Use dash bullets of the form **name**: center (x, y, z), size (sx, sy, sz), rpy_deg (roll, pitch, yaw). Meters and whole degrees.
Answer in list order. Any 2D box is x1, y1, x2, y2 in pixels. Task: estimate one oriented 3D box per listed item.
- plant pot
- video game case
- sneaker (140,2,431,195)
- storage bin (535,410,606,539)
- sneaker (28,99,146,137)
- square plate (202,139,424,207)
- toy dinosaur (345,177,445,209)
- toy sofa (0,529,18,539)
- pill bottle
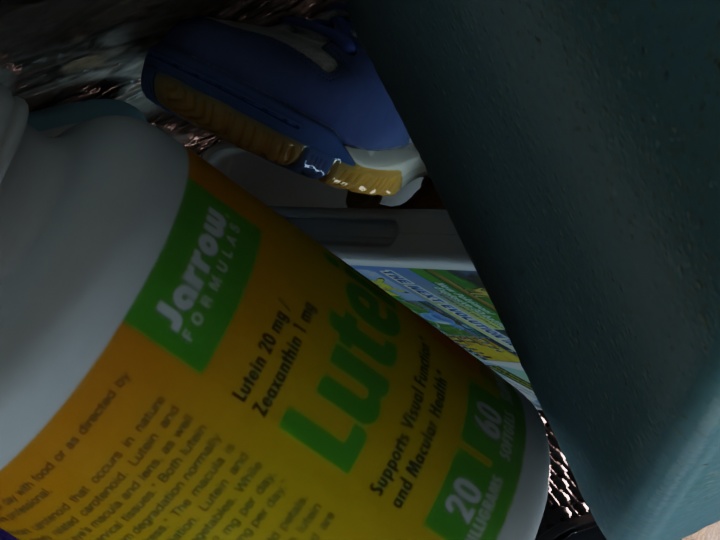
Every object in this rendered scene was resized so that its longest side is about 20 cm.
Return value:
- **plant pot**: center (0.122, -0.071, 0.501), size (0.196, 0.196, 0.200), rpy_deg (-23, 164, -9)
- **video game case**: center (0.036, 0.018, 0.747), size (0.182, 0.022, 0.200), rpy_deg (3, 163, 39)
- **sneaker**: center (0.015, -0.072, 0.654), size (0.200, 0.075, 0.088), rpy_deg (5, 110, -47)
- **storage bin**: center (0.067, 0.126, 0.987), size (0.135, 0.094, 0.200), rpy_deg (-48, 157, 23)
- **sneaker**: center (-0.133, 0.034, 0.615), size (0.200, 0.131, 0.080), rpy_deg (-22, 167, -19)
- **square plate**: center (0.000, 0.000, 0.885), size (0.198, 0.029, 0.200), rpy_deg (4, 147, -20)
- **toy dinosaur**: center (0.041, -0.032, 0.770), size (0.106, 0.060, 0.200), rpy_deg (9, 128, -26)
- **toy sofa**: center (-0.103, 0.067, 0.688), size (0.083, 0.200, 0.098), rpy_deg (-59, -179, -3)
- **pill bottle**: center (-0.056, 0.029, 0.538), size (0.111, 0.200, 0.111), rpy_deg (-44, -157, 24)
